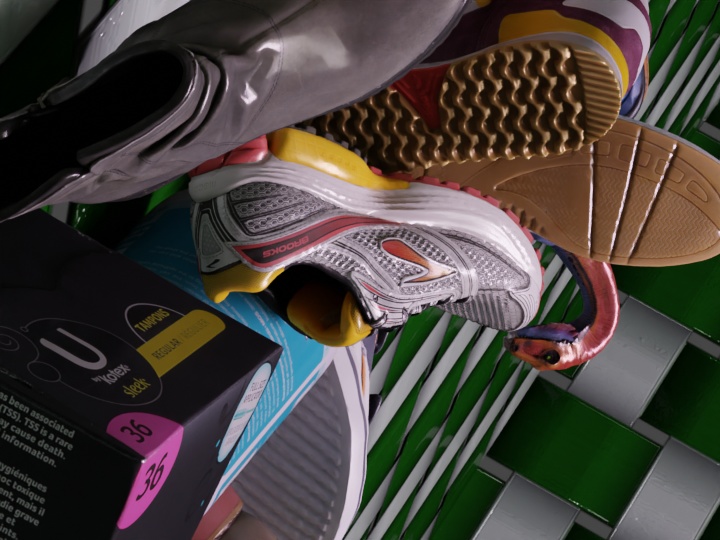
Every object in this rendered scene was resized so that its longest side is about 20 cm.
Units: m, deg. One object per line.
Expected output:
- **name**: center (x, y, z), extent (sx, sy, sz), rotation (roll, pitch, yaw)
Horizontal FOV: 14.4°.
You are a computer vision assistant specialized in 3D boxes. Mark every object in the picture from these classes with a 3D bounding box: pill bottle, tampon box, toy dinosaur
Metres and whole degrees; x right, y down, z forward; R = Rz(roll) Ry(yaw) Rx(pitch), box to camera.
- **pill bottle**: center (-0.093, 0.051, 1.245), extent (0.200, 0.111, 0.111), rotation (-49, 165, -53)
- **tampon box**: center (-0.141, 0.100, 1.077), extent (0.200, 0.126, 0.150), rotation (-64, 171, 22)
- **toy dinosaur**: center (0.090, -0.041, 1.446), extent (0.105, 0.182, 0.200), rotation (-35, -177, -31)

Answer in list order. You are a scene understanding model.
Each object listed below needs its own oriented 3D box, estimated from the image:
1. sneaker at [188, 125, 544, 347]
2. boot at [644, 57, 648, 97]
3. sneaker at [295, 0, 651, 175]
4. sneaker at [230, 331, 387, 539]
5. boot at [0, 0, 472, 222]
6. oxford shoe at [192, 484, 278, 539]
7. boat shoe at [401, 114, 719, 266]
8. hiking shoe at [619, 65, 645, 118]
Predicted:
- **sneaker**: center (0.000, 0.000, 1.248), extent (0.078, 0.200, 0.082), rotation (-16, -115, 46)
- **boot**: center (0.121, -0.177, 1.444), extent (0.155, 0.077, 0.200), rotation (166, -87, -74)
- **sneaker**: center (0.031, -0.094, 1.264), extent (0.090, 0.200, 0.075), rotation (-60, 145, -49)
- **sneaker**: center (-0.024, 0.041, 1.393), extent (0.079, 0.078, 0.200), rotation (-27, 118, -63)
- **boot**: center (-0.049, -0.073, 1.031), extent (0.200, 0.068, 0.131), rotation (-31, 180, 14)
- **oxford shoe**: center (-0.072, 0.150, 1.349), extent (0.070, 0.075, 0.200), rotation (-47, 180, -11)
- **boat shoe**: center (0.084, -0.055, 1.354), extent (0.069, 0.200, 0.071), rotation (-88, -167, -71)
- **hiking shoe**: center (0.085, -0.138, 1.330), extent (0.074, 0.200, 0.087), rotation (-24, -151, 4)
